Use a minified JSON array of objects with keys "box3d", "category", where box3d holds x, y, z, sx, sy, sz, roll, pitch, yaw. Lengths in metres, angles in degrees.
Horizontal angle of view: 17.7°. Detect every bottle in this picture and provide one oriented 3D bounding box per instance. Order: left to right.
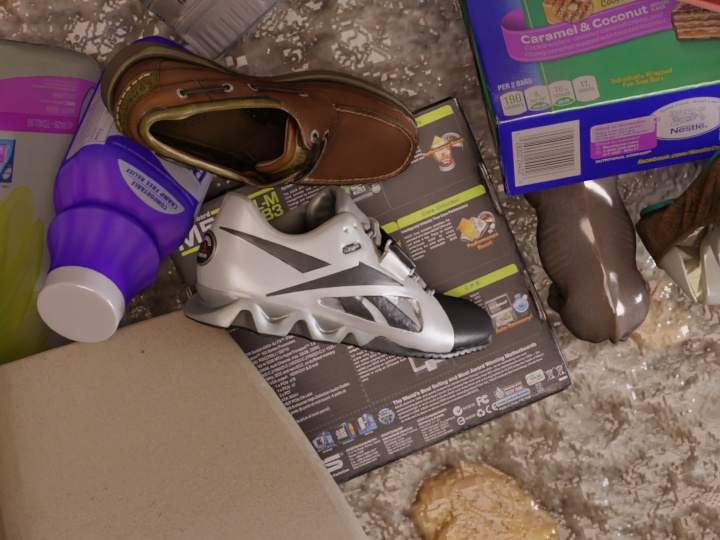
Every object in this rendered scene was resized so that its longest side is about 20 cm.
[{"box3d":[-0.133,-0.046,1.330,0.083,0.200,0.065,38,133,-20],"category":"bottle"}]

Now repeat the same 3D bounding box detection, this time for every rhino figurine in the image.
[{"box3d":[0.126,-0.047,1.388,0.060,0.087,0.201,-16,96,-1],"category":"rhino figurine"}]

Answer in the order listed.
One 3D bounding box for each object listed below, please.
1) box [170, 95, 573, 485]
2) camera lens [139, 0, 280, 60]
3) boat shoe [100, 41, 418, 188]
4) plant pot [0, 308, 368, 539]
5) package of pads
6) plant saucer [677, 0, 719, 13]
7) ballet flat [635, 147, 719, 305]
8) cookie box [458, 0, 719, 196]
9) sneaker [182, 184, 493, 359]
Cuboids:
[{"box3d":[0.003,0.019,1.412,0.200,0.048,0.194,-23,93,1],"category":"box"},{"box3d":[-0.099,-0.242,1.326,0.160,0.160,0.200,-43,95,2],"category":"camera lens"},{"box3d":[-0.049,-0.073,1.312,0.199,0.068,0.072,6,118,-29],"category":"boat shoe"},{"box3d":[-0.135,0.134,1.334,0.199,0.200,0.178,-17,79,-22],"category":"plant pot"},{"box3d":[-0.217,-0.035,1.346,0.068,0.154,0.201,8,94,19],"category":"package of pads"},{"box3d":[0.174,-0.246,1.219,0.199,0.037,0.201,15,102,-7],"category":"plant saucer"},{"box3d":[0.209,-0.021,1.334,0.068,0.200,0.073,-8,79,-15],"category":"ballet flat"},{"box3d":[0.143,-0.156,1.333,0.171,0.075,0.200,-11,55,-1],"category":"cookie box"},{"box3d":[0.000,0.000,1.319,0.200,0.074,0.089,10,94,-35],"category":"sneaker"}]
